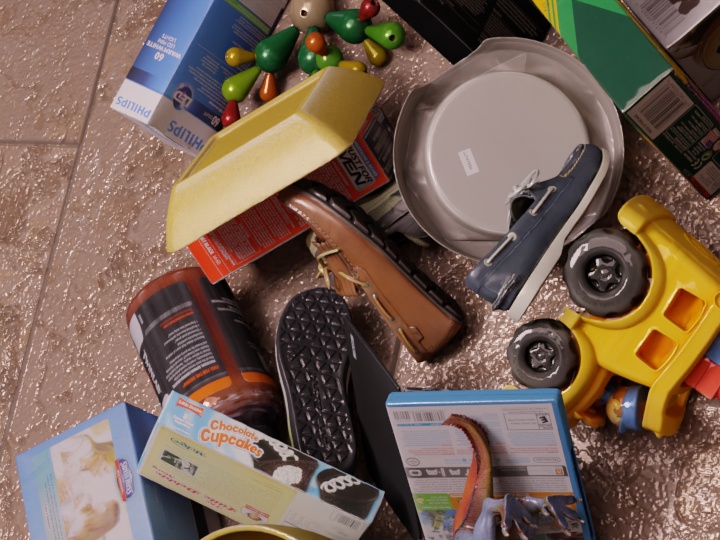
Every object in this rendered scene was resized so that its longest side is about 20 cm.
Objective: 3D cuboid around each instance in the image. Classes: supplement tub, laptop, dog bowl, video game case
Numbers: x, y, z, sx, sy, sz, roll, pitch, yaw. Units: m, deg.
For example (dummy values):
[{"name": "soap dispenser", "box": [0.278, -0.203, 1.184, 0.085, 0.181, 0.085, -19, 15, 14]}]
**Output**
[{"name": "supplement tub", "box": [-0.138, 0.101, 1.788, 0.107, 0.107, 0.200, -36, 57, 14]}, {"name": "laptop", "box": [0.080, 0.141, 1.625, 0.199, 0.178, 0.103, 2, 36, 15]}, {"name": "dog bowl", "box": [0.127, -0.099, 1.690, 0.199, 0.059, 0.201, 0, 83, 1]}, {"name": "video game case", "box": [0.111, 0.180, 1.563, 0.142, 0.201, 0.018, -3, 33, 21]}]

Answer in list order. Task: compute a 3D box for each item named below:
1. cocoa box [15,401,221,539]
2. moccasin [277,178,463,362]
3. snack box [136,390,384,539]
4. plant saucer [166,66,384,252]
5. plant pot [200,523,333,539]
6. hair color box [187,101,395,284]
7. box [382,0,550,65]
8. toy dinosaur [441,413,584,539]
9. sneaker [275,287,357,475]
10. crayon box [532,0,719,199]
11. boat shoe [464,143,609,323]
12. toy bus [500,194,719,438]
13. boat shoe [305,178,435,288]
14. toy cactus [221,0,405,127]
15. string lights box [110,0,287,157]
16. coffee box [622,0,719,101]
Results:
[{"name": "cocoa box", "box": [-0.211, 0.245, 1.761, 0.133, 0.131, 0.201, -27, 60, 19]}, {"name": "moccasin", "box": [0.000, -0.001, 1.716, 0.078, 0.201, 0.074, -43, 15, 12]}, {"name": "snack box", "box": [-0.089, 0.181, 1.664, 0.199, 0.116, 0.037, 26, 58, -3]}, {"name": "plant saucer", "box": [-0.085, -0.112, 1.749, 0.200, 0.049, 0.200, -29, 15, 20]}, {"name": "plant pot", "box": [-0.048, 0.301, 1.621, 0.199, 0.142, 0.201, 2, 94, 31]}, {"name": "hair color box", "box": [-0.062, -0.075, 1.803, 0.199, 0.111, 0.064, -29, 103, 17]}, {"name": "box", "box": [0.102, -0.268, 1.729, 0.079, 0.200, 0.142, 27, 86, 35]}, {"name": "toy dinosaur", "box": [0.103, 0.230, 1.567, 0.181, 0.105, 0.201, -44, 69, 47]}, {"name": "sneaker", "box": [-0.041, 0.115, 1.738, 0.071, 0.083, 0.201, 0, 63, -2]}, {"name": "crayon box", "box": [0.228, -0.167, 1.616, 0.058, 0.200, 0.173, -41, 56, 10]}, {"name": "boat shoe", "box": [0.144, -0.042, 1.585, 0.062, 0.075, 0.200, 31, 56, 2]}, {"name": "toy bus", "box": [0.238, 0.068, 1.575, 0.192, 0.136, 0.200, 38, 104, 15]}, {"name": "boat shoe", "box": [0.047, -0.049, 1.763, 0.200, 0.072, 0.066, -29, 72, 15]}, {"name": "toy cactus", "box": [-0.054, -0.226, 1.882, 0.200, 0.102, 0.166, -25, 51, 30]}, {"name": "string lights box", "box": [-0.155, -0.222, 1.923, 0.059, 0.103, 0.201, 26, 85, 34]}, {"name": "coffee box", "box": [0.334, -0.254, 1.641, 0.200, 0.113, 0.080, -41, 57, 10]}]
